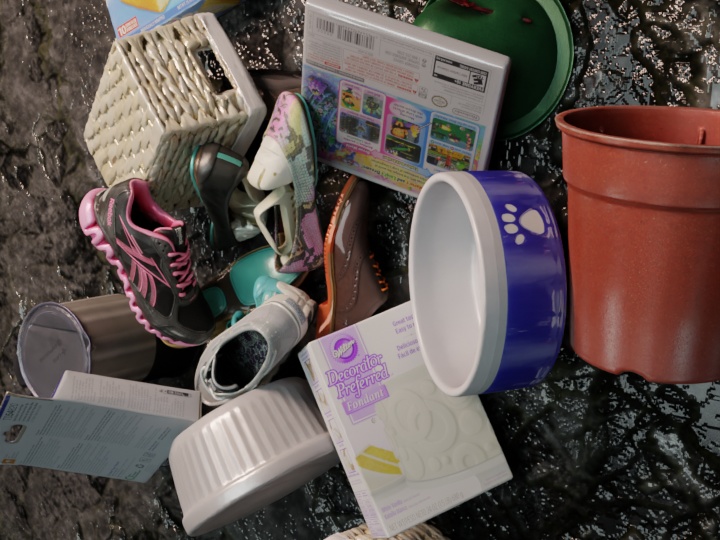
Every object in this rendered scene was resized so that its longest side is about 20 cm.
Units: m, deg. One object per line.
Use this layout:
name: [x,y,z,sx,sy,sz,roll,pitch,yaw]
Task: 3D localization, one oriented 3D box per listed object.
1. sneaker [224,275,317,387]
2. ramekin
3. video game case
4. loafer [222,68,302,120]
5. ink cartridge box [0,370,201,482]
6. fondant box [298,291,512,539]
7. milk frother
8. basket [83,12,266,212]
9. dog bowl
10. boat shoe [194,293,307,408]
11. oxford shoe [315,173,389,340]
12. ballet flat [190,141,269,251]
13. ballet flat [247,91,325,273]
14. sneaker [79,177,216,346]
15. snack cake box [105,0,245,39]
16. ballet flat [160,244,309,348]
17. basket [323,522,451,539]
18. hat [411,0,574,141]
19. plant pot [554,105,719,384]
sneaker: [-0.113,0.081,1.144,0.079,0.078,0.201,33,128,1]
ramekin: [-0.110,0.192,1.106,0.202,0.201,0.095,-37,74,30]
video game case: [0.034,-0.154,0.999,0.198,0.024,0.183,21,138,13]
loafer: [-0.060,-0.176,1.113,0.198,0.073,0.072,11,111,36]
ink cartridge box: [-0.294,0.167,1.116,0.200,0.198,0.041,-46,40,49]
fondant box: [0.043,0.143,1.035,0.202,0.143,0.058,66,162,9]
milk frother: [-0.284,0.135,1.214,0.180,0.187,0.201,-39,75,30]
basket: [-0.207,-0.158,1.128,0.137,0.122,0.200,59,147,13]
dog bowl: [0.110,0.010,0.950,0.200,0.078,0.203,176,90,-75]
boat shoe: [-0.130,0.094,1.069,0.070,0.071,0.201,50,134,3]
oxford shoe: [0.000,0.000,1.099,0.072,0.071,0.203,10,108,13]
ballet flat: [-0.135,-0.068,1.121,0.067,0.200,0.069,10,70,5]
ballet flat: [-0.077,-0.079,1.061,0.069,0.070,0.202,42,147,47]
sneaker: [-0.208,-0.011,1.096,0.095,0.079,0.201,-25,106,35]
snack cake box: [-0.199,-0.339,1.176,0.198,0.067,0.116,-22,85,32]
ballet flat: [-0.138,0.028,1.181,0.198,0.063,0.069,-25,70,12]
basket: [0.044,0.376,1.051,0.197,0.160,0.202,31,111,25]
hat: [0.074,-0.210,0.953,0.199,0.175,0.167,29,110,26]
plant pot: [0.253,-0.024,0.865,0.199,0.200,0.198,12,110,30]
